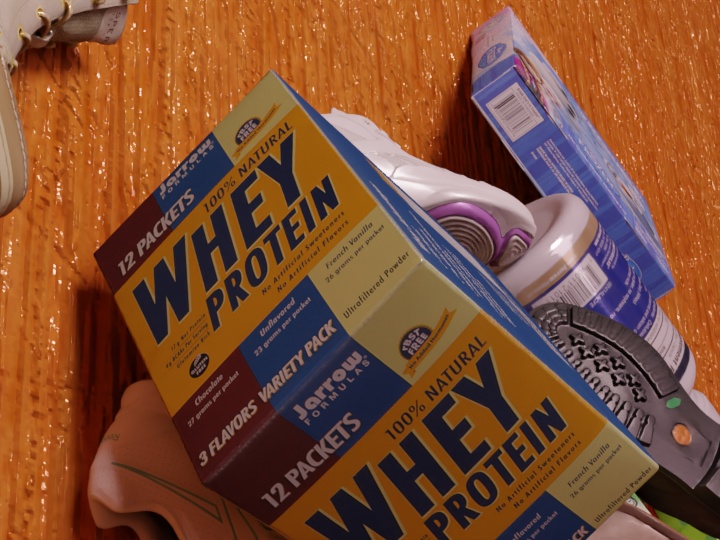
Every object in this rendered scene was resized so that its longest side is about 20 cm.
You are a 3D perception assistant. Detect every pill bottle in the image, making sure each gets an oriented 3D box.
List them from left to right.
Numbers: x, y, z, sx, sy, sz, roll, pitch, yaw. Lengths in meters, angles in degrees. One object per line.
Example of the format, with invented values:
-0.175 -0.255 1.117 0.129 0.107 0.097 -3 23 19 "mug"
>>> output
0.157 0.057 1.047 0.200 0.115 0.116 52 36 -15 "pill bottle"

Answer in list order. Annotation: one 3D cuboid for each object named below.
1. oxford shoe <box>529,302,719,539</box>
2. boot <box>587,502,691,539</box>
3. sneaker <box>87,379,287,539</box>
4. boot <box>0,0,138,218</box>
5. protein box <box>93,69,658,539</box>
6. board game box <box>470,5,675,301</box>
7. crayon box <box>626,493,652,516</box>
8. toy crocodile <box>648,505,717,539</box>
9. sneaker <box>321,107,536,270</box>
0.173 0.103 0.963 0.200 0.084 0.073 43 58 5 "oxford shoe"
0.101 0.188 0.853 0.199 0.070 0.147 28 78 6 "boot"
-0.058 0.147 0.764 0.200 0.070 0.080 42 44 -14 "sneaker"
-0.175 -0.120 0.784 0.154 0.072 0.201 -5 71 -56 "boot"
0.004 0.042 0.758 0.200 0.135 0.199 39 9 -38 "protein box"
0.155 -0.089 1.151 0.200 0.043 0.199 52 15 -15 "board game box"
0.138 0.147 0.962 0.200 0.058 0.119 52 0 -14 "crayon box"
0.240 0.171 1.134 0.067 0.062 0.201 9 56 -49 "toy crocodile"
0.020 -0.057 0.945 0.199 0.075 0.100 14 45 -23 "sneaker"
